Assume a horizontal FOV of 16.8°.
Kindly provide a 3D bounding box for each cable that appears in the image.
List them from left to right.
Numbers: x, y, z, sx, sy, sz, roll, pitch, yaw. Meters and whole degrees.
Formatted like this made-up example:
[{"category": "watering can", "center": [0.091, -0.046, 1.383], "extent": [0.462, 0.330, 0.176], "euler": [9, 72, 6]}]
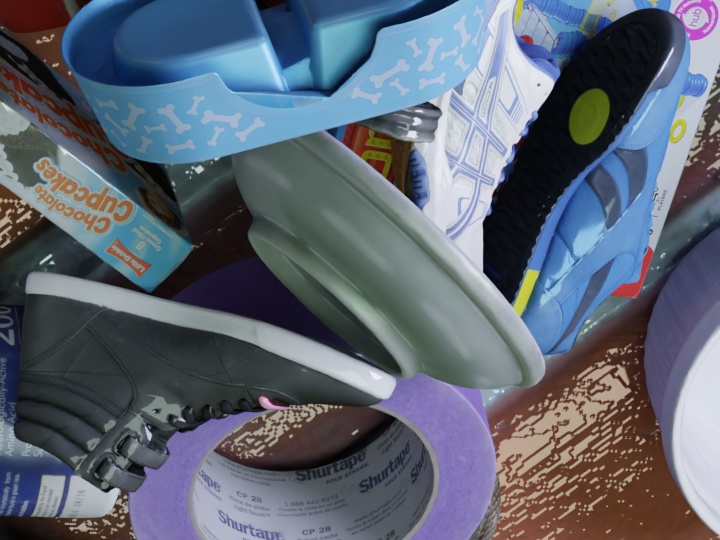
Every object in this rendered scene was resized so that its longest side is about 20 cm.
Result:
[{"category": "cable", "center": [-0.022, -0.089, 1.192], "extent": [0.097, 0.200, 0.051], "euler": [15, 105, -46]}]

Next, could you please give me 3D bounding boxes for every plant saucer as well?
[{"category": "plant saucer", "center": [0.000, 0.000, 1.170], "extent": [0.050, 0.200, 0.200], "euler": [-48, 119, -8]}]

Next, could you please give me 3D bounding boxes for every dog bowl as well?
[{"category": "dog bowl", "center": [-0.034, -0.104, 1.107], "extent": [0.199, 0.112, 0.050], "euler": [-15, 124, -5]}]

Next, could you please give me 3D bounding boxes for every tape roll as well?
[{"category": "tape roll", "center": [-0.030, 0.091, 1.320], "extent": [0.198, 0.085, 0.201], "euler": [-5, 132, -6]}]

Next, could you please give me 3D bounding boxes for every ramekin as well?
[{"category": "ramekin", "center": [0.256, 0.054, 1.380], "extent": [0.199, 0.105, 0.201], "euler": [-5, 119, -10]}]

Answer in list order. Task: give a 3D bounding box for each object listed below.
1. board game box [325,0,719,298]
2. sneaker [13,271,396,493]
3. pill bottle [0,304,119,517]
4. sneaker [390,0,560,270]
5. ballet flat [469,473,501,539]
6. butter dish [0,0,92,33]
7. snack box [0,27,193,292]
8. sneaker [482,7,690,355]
[{"category": "board game box", "center": [0.081, -0.096, 1.287], "extent": [0.194, 0.056, 0.201], "euler": [8, 115, -17]}, {"category": "sneaker", "center": [-0.083, 0.068, 1.194], "extent": [0.199, 0.071, 0.100], "euler": [11, 84, 18]}, {"category": "pill bottle", "center": [-0.226, 0.071, 1.271], "extent": [0.199, 0.111, 0.112], "euler": [3, 117, -15]}, {"category": "sneaker", "center": [0.060, -0.075, 1.218], "extent": [0.088, 0.075, 0.201], "euler": [-9, 120, -9]}, {"category": "ballet flat", "center": [0.029, 0.201, 1.424], "extent": [0.046, 0.067, 0.201], "euler": [13, 105, -60]}, {"category": "butter dish", "center": [-0.101, -0.220, 1.137], "extent": [0.199, 0.149, 0.200], "euler": [-15, 164, -2]}, {"category": "snack box", "center": [-0.173, -0.080, 1.201], "extent": [0.200, 0.116, 0.037], "euler": [39, 103, -28]}, {"category": "sneaker", "center": [0.125, -0.043, 1.261], "extent": [0.078, 0.066, 0.201], "euler": [14, 114, -32]}]
